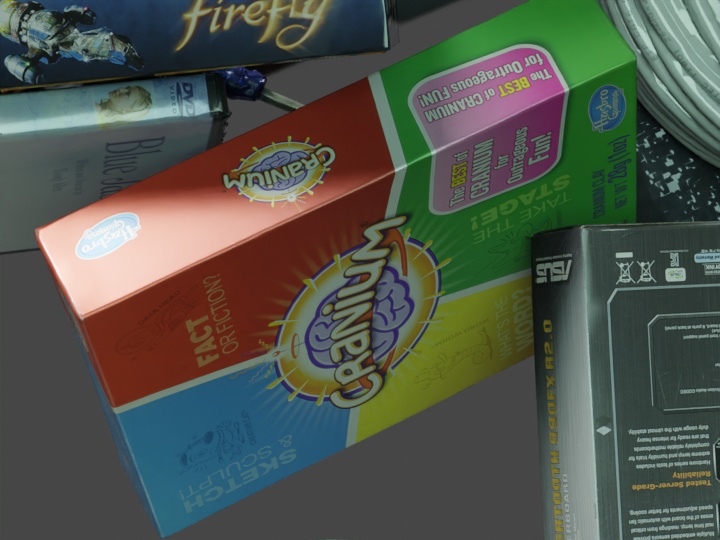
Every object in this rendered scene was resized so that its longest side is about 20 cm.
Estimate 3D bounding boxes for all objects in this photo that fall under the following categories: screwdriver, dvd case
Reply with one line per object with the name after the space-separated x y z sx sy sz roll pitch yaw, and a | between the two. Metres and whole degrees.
-0.020 -0.063 0.872 0.199 0.028 0.029 18 111 -3 | screwdriver
-0.148 -0.027 0.793 0.199 0.143 0.018 -7 76 -9 | dvd case

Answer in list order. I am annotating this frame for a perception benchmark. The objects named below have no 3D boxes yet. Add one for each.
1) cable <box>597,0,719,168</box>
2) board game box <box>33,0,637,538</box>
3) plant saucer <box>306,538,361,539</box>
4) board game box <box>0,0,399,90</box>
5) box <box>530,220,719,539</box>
0.183 -0.128 0.892 0.200 0.069 0.200 -40 90 -11 | cable
0.000 0.000 0.810 0.199 0.153 0.040 -26 58 -10 | board game box
-0.013 0.197 0.838 0.199 0.050 0.201 1 84 -9 | plant saucer
-0.088 -0.082 0.787 0.199 0.136 0.035 -5 96 3 | board game box
0.161 0.060 0.807 0.199 0.048 0.159 -3 89 -16 | box
